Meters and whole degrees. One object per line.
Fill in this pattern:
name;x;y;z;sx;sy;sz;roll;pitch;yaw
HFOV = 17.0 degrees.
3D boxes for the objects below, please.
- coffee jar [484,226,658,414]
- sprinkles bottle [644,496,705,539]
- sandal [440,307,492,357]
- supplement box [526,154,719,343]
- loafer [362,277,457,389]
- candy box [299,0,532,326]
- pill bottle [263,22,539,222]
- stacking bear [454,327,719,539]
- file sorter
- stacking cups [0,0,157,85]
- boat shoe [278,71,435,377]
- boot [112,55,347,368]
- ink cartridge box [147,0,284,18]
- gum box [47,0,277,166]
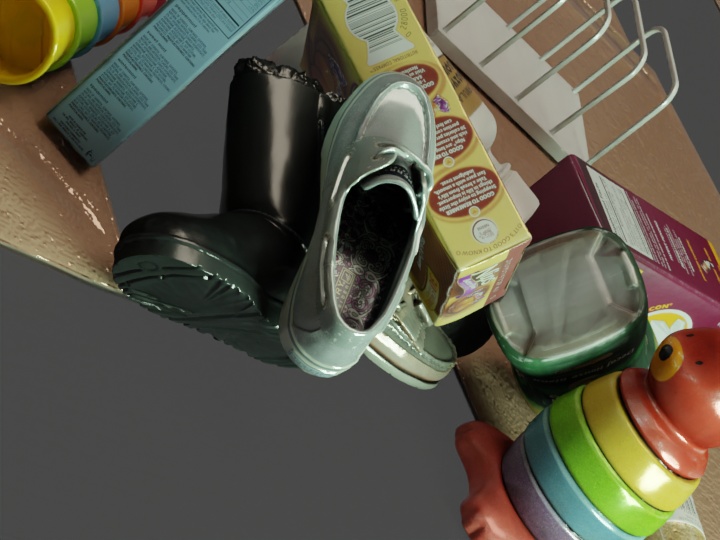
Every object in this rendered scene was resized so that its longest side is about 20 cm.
coffee jar;0.146;0.044;1.628;0.200;0.104;0.086;57;12;-70
sprinkles bottle;0.197;0.157;1.687;0.068;0.068;0.200;34;29;-37
sandal;0.034;-0.030;1.600;0.200;0.076;0.043;54;-10;-19
supplement box;0.187;0.007;1.830;0.200;0.110;0.086;27;34;-45
loafer;0.000;0.000;1.546;0.200;0.063;0.072;41;23;-25
candy box;0.031;-0.077;1.499;0.200;0.056;0.117;62;-13;14
pill bottle;0.029;-0.096;1.674;0.200;0.114;0.114;50;23;-6
stacking bear;0.172;0.109;1.538;0.114;0.200;0.122;41;25;-26
file sorter;0.166;-0.207;2.083;0.200;0.124;0.139;42;26;-25
stacking cups;-0.177;-0.158;1.458;0.061;0.060;0.200;51;19;-3
boat shoe;0.012;-0.034;1.369;0.070;0.071;0.201;28;59;-19
boot;-0.065;-0.045;1.397;0.198;0.073;0.163;32;59;-52
ink cartridge box;-0.048;-0.241;1.627;0.084;0.200;0.145;50;23;-4
gum box;-0.079;-0.161;1.434;0.045;0.200;0.170;49;24;-6
